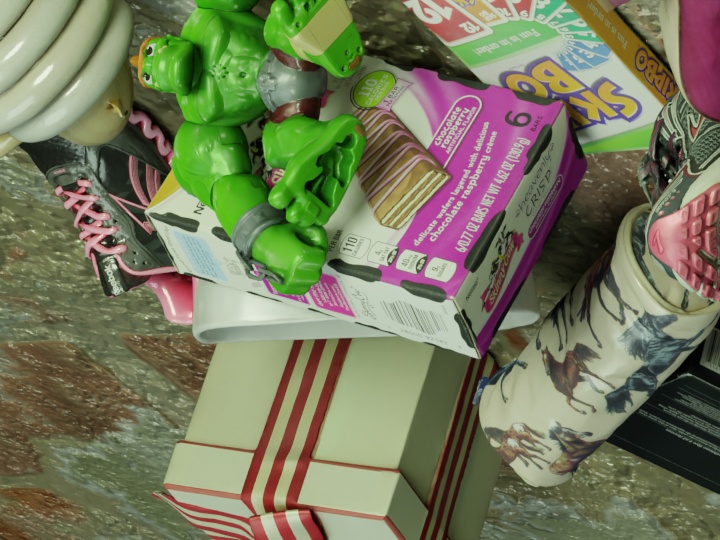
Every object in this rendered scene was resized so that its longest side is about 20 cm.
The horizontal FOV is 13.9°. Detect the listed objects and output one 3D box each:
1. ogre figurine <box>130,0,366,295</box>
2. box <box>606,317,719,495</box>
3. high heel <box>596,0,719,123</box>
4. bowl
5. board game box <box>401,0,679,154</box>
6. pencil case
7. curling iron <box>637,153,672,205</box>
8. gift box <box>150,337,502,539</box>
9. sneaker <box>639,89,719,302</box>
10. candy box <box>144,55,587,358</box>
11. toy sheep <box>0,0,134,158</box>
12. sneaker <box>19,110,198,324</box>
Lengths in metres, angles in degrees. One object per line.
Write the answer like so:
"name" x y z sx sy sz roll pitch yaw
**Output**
"ogre figurine" -0.051 -0.098 1.537 0.120 0.098 0.201 17 124 48
"box" 0.253 0.087 1.819 0.200 0.079 0.141 25 153 -18
"high heel" 0.176 -0.126 1.355 0.096 0.068 0.200 -25 154 21
"bowl" 0.000 0.000 1.725 0.199 0.075 0.200 -3 177 -5
"board game box" 0.101 -0.115 1.557 0.095 0.030 0.200 -3 151 39
"pencil case" 0.142 0.041 1.731 0.078 0.090 0.200 10 141 -24
"curling iron" 0.223 -0.018 1.659 0.026 0.050 0.200 -37 136 28
"gift box" -0.021 0.128 1.961 0.199 0.187 0.185 2 151 29
"sneaker" 0.172 -0.046 1.470 0.074 0.200 0.081 16 115 13
"candy box" 0.003 -0.044 1.597 0.199 0.137 0.061 14 150 30
"toy sheep" -0.199 -0.136 1.591 0.200 0.138 0.138 39 149 -30
"sneaker" -0.146 -0.035 1.812 0.079 0.096 0.200 -7 145 46
